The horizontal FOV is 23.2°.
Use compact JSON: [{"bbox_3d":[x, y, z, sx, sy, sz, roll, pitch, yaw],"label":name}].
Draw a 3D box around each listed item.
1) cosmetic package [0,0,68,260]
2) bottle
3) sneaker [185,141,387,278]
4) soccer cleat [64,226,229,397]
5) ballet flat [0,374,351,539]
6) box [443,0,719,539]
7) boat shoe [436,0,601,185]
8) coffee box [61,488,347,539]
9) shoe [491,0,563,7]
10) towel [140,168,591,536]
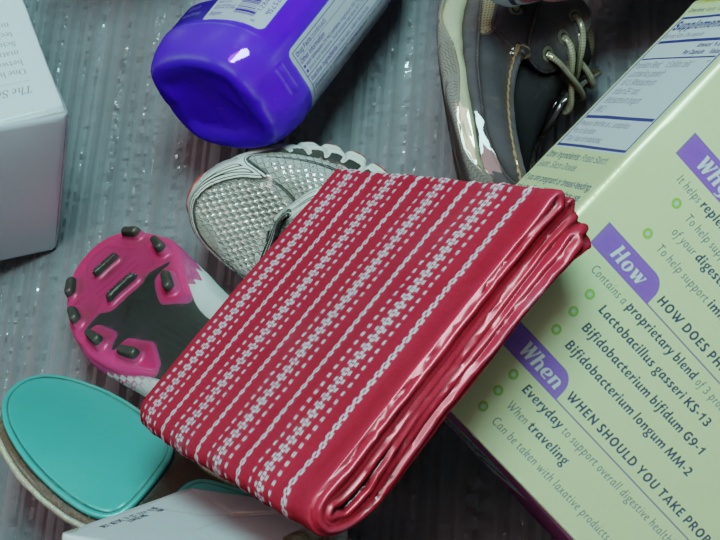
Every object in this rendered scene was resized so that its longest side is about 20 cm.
[{"bbox_3d":[-0.268,-0.099,0.861,0.197,0.123,0.201,-13,60,-20],"label":"cosmetic package"},{"bbox_3d":[-0.019,-0.148,0.854,0.083,0.065,0.201,3,49,45],"label":"bottle"},{"bbox_3d":[0.000,0.000,0.783,0.199,0.082,0.079,25,112,27],"label":"sneaker"},{"bbox_3d":[-0.071,0.047,0.813,0.070,0.087,0.200,-45,39,-10],"label":"soccer cleat"},{"bbox_3d":[-0.087,0.114,0.788,0.199,0.063,0.067,27,51,27],"label":"ballet flat"},{"bbox_3d":[0.136,0.024,0.687,0.200,0.097,0.176,-46,102,-3],"label":"box"},{"bbox_3d":[0.074,-0.106,0.810,0.072,0.075,0.202,-6,56,7],"label":"boat shoe"},{"bbox_3d":[-0.063,0.197,0.681,0.079,0.114,0.202,5,94,20],"label":"coffee box"},{"bbox_3d":[0.138,-0.155,0.782,0.091,0.072,0.200,32,42,23],"label":"shoe"},{"bbox_3d":[-0.007,0.023,0.661,0.145,0.022,0.200,-50,22,-12],"label":"towel"}]
